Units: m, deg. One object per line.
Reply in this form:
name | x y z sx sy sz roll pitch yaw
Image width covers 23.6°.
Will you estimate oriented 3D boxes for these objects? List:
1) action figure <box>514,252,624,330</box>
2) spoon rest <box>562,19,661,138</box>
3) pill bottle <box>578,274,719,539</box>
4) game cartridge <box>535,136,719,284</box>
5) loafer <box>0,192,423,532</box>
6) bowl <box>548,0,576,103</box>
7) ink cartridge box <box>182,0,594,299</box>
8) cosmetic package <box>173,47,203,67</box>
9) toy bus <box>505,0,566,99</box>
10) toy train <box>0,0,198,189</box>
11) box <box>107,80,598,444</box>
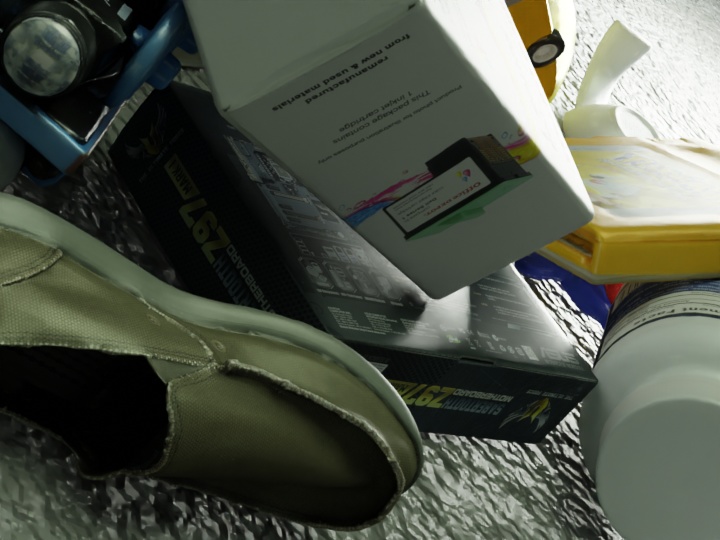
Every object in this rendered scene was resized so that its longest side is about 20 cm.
action figure | 0.148 0.021 0.999 0.200 0.052 0.065 48 17 12
spoon rest | 0.198 -0.115 1.345 0.099 0.061 0.200 33 36 -17
pill bottle | 0.167 0.065 0.854 0.111 0.111 0.200 41 22 -1
game cartridge | 0.157 -0.039 0.935 0.199 0.033 0.176 -5 22 -29
loafer | -0.066 0.048 0.571 0.199 0.075 0.070 25 38 -24
bowl | 0.093 -0.220 1.280 0.200 0.108 0.200 34 23 -17
ink cartridge box | 0.006 -0.095 0.679 0.200 0.084 0.145 40 27 -59
cosmetic package | -0.135 -0.201 0.906 0.200 0.073 0.103 49 22 19
toy bus | 0.076 -0.169 1.069 0.200 0.078 0.065 63 4 -63
toy train | -0.115 -0.091 0.675 0.087 0.114 0.200 39 21 -12
box | 0.000 0.000 0.780 0.200 0.051 0.158 12 37 -50
